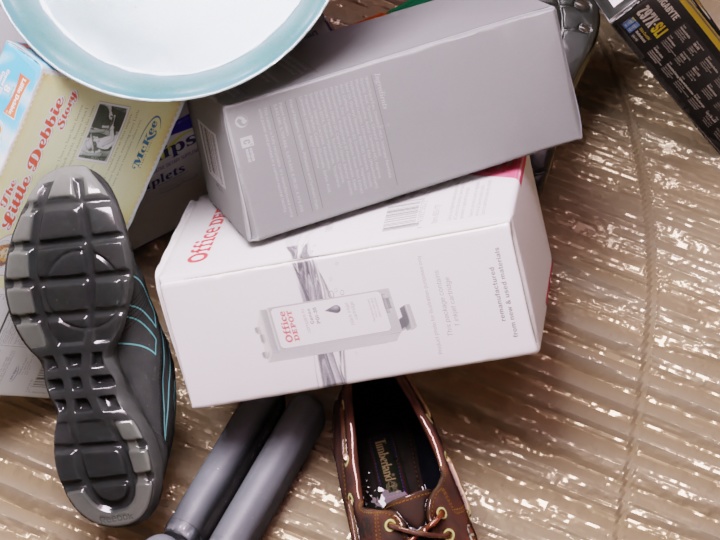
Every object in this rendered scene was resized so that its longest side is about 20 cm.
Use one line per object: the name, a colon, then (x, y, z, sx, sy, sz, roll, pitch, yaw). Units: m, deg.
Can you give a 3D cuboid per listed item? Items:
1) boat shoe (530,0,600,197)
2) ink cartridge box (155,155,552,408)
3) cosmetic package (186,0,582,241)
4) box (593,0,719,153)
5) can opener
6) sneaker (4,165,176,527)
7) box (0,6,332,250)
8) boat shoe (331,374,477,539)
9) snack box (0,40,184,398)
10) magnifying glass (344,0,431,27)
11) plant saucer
boat shoe: (0.086, -0.082, 1.736, 0.076, 0.074, 0.200, 29, 82, 4)
ink cartridge box: (0.000, 0.000, 1.627, 0.200, 0.083, 0.147, -10, 19, 10)
cosmetic package: (0.011, -0.092, 1.623, 0.200, 0.090, 0.107, -14, 17, -11)
box: (0.161, -0.174, 1.716, 0.049, 0.200, 0.160, -37, 58, 9)
can opener: (-0.082, 0.141, 1.610, 0.053, 0.066, 0.200, 21, 56, 18)
sneaker: (-0.145, 0.038, 1.599, 0.075, 0.200, 0.079, -4, 11, 16)
box: (-0.119, -0.141, 1.752, 0.184, 0.105, 0.200, -27, 58, -1)
boat shoe: (0.025, 0.139, 1.598, 0.070, 0.070, 0.200, -16, 59, -8)
snack box: (-0.183, -0.025, 1.615, 0.037, 0.116, 0.200, 36, 107, 36)
magnifying glass: (0.040, -0.158, 1.804, 0.200, 0.022, 0.080, -19, 22, -2)
plant saucer: (-0.102, -0.187, 1.554, 0.200, 0.027, 0.200, -1, 84, 7)
